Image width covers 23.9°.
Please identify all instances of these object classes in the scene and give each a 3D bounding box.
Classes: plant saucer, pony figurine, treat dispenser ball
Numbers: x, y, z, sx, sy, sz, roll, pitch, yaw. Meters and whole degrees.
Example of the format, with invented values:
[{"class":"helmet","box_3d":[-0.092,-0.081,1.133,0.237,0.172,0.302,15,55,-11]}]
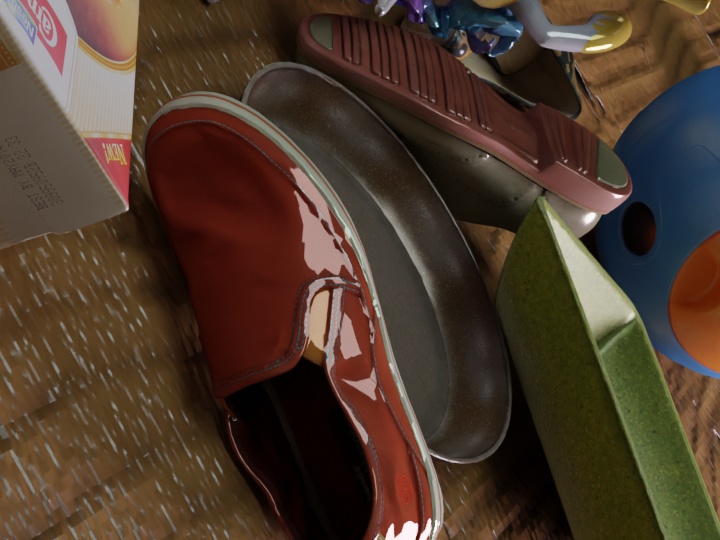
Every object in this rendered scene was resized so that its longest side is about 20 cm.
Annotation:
[{"class":"plant saucer","box_3d":[0.000,0.000,0.769,0.200,0.032,0.201,44,30,-33]},{"class":"plant saucer","box_3d":[0.130,0.087,0.872,0.200,0.048,0.201,39,31,-60]},{"class":"pony figurine","box_3d":[0.065,-0.194,0.898,0.198,0.167,0.194,2,51,-20]},{"class":"treat dispenser ball","box_3d":[0.248,-0.030,1.069,0.201,0.200,0.202,43,30,-32]}]

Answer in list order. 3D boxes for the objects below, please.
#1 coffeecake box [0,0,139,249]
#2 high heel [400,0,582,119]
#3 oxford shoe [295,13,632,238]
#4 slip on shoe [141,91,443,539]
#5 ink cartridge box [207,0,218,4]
[{"class":"coffeecake box","box_3d":[-0.135,-0.129,0.555,0.154,0.072,0.201,62,18,-44]},{"class":"high heel","box_3d":[0.094,-0.126,1.028,0.143,0.071,0.200,47,18,-14]},{"class":"oxford shoe","box_3d":[0.044,-0.064,0.884,0.199,0.074,0.071,28,34,-17]},{"class":"slip on shoe","box_3d":[-0.031,0.025,0.643,0.061,0.074,0.201,-18,84,-62]},{"class":"ink cartridge box","box_3d":[-0.031,-0.237,0.766,0.146,0.199,0.085,49,29,-21]}]
